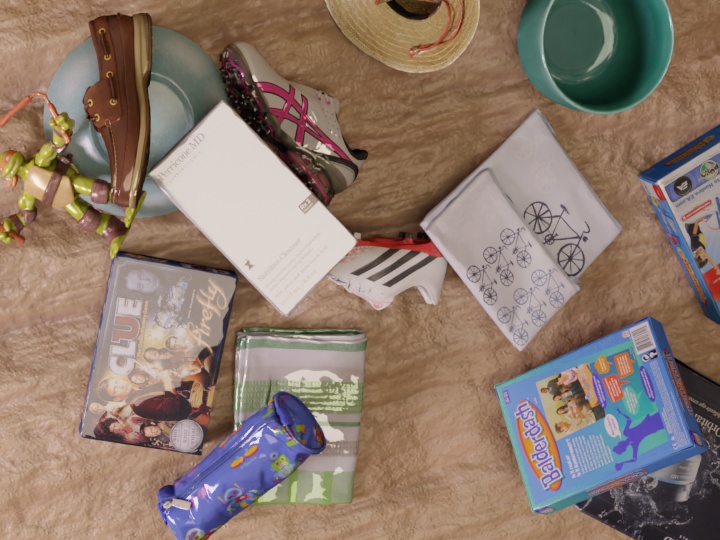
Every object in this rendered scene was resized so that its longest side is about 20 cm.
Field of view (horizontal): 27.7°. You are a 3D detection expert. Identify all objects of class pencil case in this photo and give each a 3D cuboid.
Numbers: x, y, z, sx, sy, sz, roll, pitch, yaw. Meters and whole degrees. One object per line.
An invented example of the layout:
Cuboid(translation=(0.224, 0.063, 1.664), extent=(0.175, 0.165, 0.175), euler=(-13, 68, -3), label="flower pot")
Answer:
Cuboid(translation=(-0.133, 0.214, 1.560), extent=(0.200, 0.087, 0.078), euler=(-39, 63, 13), label="pencil case")

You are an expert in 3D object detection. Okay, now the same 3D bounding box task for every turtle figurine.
Cuboid(translation=(-0.308, -0.076, 1.485), extent=(0.160, 0.065, 0.201), euler=(28, 115, -7), label="turtle figurine")

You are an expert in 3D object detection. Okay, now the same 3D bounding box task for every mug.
Cuboid(translation=(0.242, -0.264, 1.557), extent=(0.150, 0.114, 0.187), euler=(-9, 102, -10), label="mug")

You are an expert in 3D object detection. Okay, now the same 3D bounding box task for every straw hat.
Cuboid(translation=(0.058, -0.310, 1.517), extent=(0.085, 0.200, 0.203), euler=(-35, 112, -47), label="straw hat")

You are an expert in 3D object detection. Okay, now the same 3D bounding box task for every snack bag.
Cuboid(translation=(0.186, -0.045, 1.615), extent=(0.200, 0.021, 0.189), euler=(-44, 108, -16), label="snack bag")

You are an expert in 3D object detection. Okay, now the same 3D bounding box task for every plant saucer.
Cuboid(translation=(-0.227, -0.152, 1.511), extent=(0.199, 0.039, 0.203), euler=(-3, 102, -13), label="plant saucer")

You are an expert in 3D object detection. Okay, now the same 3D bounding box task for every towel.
Cuboid(translation=(-0.069, 0.164, 1.616), extent=(0.148, 0.031, 0.202), euler=(2, 101, -12), label="towel")

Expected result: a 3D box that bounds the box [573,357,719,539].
Cuboid(translation=(0.357, 0.212, 1.679), extent=(0.196, 0.117, 0.201), euler=(28, 95, -17), label="box")

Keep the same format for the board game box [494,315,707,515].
Cuboid(translation=(0.258, 0.160, 1.595), extent=(0.199, 0.045, 0.153), euler=(-26, 65, 24), label="board game box")

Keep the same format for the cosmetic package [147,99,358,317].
Cuboid(translation=(-0.109, -0.065, 1.480), extent=(0.200, 0.081, 0.113), euler=(44, 90, -9), label="cosmetic package")

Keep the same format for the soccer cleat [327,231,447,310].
Cuboid(translation=(0.000, 0.000, 1.580), extent=(0.198, 0.069, 0.086), euler=(1, 94, -18), label="soccer cleat")

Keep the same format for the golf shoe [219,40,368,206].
Cuboid(translation=(-0.071, -0.166, 1.533), extent=(0.092, 0.072, 0.201), euler=(-43, 115, -16), label="golf shoe")

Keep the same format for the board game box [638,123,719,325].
Cuboid(translation=(0.449, -0.072, 1.673), extent=(0.199, 0.056, 0.197), euler=(-31, 106, -5), label="board game box")

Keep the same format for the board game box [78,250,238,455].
Cuboid(translation=(-0.217, 0.089, 1.564), extent=(0.134, 0.035, 0.202), euler=(10, 99, -14), label="board game box")

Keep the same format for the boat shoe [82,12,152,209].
Cuboid(translation=(-0.240, -0.158, 1.438), extent=(0.067, 0.072, 0.202), euler=(1, 76, -10), label="boat shoe")
